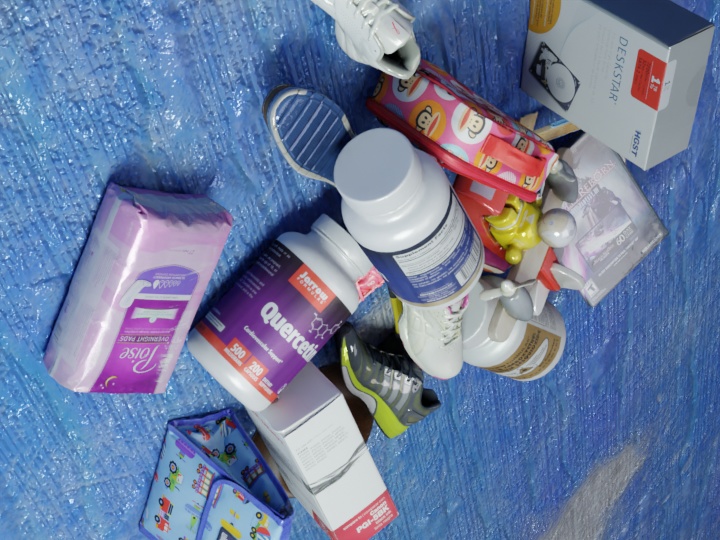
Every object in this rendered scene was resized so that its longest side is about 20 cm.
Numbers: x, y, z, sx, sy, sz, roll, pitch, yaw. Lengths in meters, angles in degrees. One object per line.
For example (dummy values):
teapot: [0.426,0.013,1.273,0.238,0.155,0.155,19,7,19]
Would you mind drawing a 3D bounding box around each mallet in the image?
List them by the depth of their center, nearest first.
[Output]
mallet: [0.036,0.040,1.533,0.066,0.041,0.201,-40,139,-20]

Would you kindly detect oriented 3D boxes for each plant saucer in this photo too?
plant saucer: [-0.050,0.207,1.582,0.199,0.037,0.202,-28,137,-29]

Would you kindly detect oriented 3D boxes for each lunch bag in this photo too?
lunch bag: [0.118,-0.142,1.341,0.199,0.176,0.083,17,107,-51]
lunch bag: [-0.139,0.275,1.403,0.093,0.200,0.152,-7,126,-44]

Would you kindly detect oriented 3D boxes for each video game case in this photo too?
video game case: [0.294,-0.070,1.630,0.143,0.019,0.200,-43,119,-6]

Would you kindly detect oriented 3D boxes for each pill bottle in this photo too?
pill bottle: [0.046,-0.052,1.278,0.111,0.111,0.200,-46,144,-7]
pill bottle: [-0.079,0.040,1.340,0.200,0.112,0.113,-47,144,-5]
pill bottle: [0.170,0.069,1.633,0.199,0.114,0.115,22,104,-53]

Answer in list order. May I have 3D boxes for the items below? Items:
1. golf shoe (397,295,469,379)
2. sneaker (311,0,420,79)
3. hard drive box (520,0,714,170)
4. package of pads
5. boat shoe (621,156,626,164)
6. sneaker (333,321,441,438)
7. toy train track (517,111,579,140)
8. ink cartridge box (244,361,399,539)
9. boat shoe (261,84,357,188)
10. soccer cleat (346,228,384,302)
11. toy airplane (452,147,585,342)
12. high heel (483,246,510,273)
golf shoe: [0.088,0.046,1.474,0.075,0.091,0.202,-36,122,-28]
sneaker: [0.006,-0.249,1.192,0.078,0.099,0.200,-50,144,-1]
hard drive box: [0.277,-0.232,1.415,0.076,0.200,0.157,-26,137,-29]
package of pads: [-0.210,0.019,1.211,0.120,0.076,0.202,5,117,-46]
boat shoe: [0.310,-0.095,1.684,0.070,0.070,0.202,-14,111,-5]
sneaker: [0.029,0.119,1.528,0.080,0.074,0.200,-25,136,11]
toy train track: [0.221,-0.174,1.530,0.198,0.033,0.115,-20,153,-15]
ink cartridge box: [-0.051,0.193,1.435,0.082,0.147,0.201,-33,128,-14]
boat shoe: [-0.047,-0.131,1.260,0.072,0.072,0.200,-50,147,1]
soccer cleat: [0.000,0.000,1.423,0.068,0.073,0.201,22,103,-53]
toy airplane: [0.201,-0.034,1.494,0.197,0.140,0.203,-14,93,-38]
high heel: [0.179,-0.043,1.610,0.199,0.067,0.097,13,89,-51]
